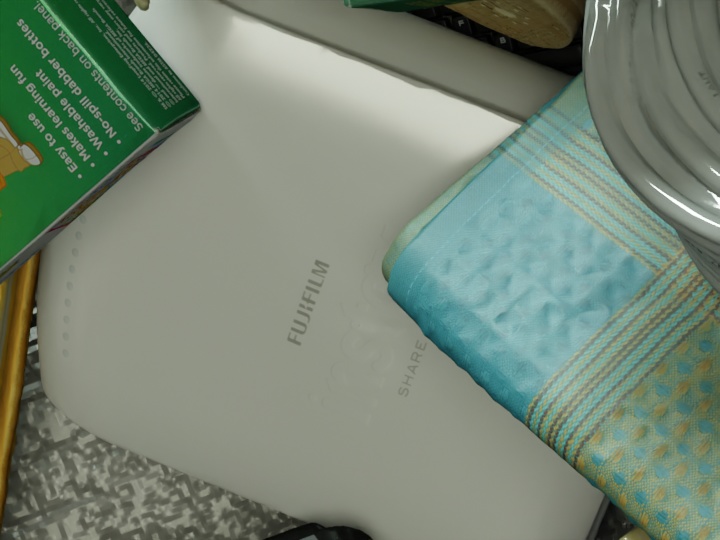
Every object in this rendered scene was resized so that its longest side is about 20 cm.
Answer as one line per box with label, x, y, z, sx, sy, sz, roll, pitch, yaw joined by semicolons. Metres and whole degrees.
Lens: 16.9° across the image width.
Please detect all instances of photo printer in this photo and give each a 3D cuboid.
photo printer;0.000;0.000;0.758;0.199;0.069;0.167;22;114;3

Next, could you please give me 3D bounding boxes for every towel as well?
towel;0.114;0.008;0.634;0.147;0.022;0.200;-42;53;-7

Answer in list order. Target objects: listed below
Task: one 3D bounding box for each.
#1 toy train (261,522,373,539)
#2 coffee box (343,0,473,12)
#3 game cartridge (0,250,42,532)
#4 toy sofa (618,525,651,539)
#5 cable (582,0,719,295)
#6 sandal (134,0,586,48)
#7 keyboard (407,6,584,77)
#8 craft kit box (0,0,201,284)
toy train;-0.079;0.121;0.779;0.199;0.034;0.046;-22;49;25
coffee box;0.086;-0.133;0.567;0.199;0.044;0.124;-8;92;18
game cartridge;-0.205;0.014;0.797;0.199;0.032;0.177;12;99;16
toy sofa;0.088;0.129;0.723;0.097;0.200;0.083;-29;75;-37
cable;0.156;-0.068;0.607;0.199;0.069;0.201;-13;53;19
sandal;-0.037;-0.100;0.683;0.211;0.078;0.070;27;80;-11
keyboard;0.062;-0.097;0.733;0.199;0.040;0.105;-10;105;29
craft kit box;-0.184;-0.062;0.724;0.197;0.049;0.200;-39;92;23
